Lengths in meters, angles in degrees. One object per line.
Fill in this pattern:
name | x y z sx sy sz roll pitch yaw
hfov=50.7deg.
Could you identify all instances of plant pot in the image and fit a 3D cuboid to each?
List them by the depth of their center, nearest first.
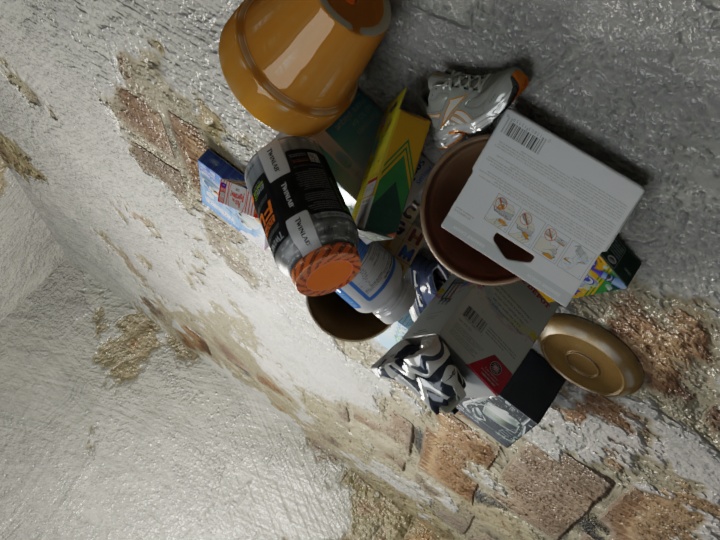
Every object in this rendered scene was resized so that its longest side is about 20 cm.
plant pot | -0.060 -0.310 1.001 0.200 0.201 0.183 46 140 -12
plant pot | 0.187 -0.086 1.057 0.200 0.202 0.093 36 -164 10
plant pot | 0.387 0.154 1.307 0.199 0.028 0.201 34 155 18
plant pot | -0.017 0.015 1.481 0.187 0.186 0.200 47 -173 -15

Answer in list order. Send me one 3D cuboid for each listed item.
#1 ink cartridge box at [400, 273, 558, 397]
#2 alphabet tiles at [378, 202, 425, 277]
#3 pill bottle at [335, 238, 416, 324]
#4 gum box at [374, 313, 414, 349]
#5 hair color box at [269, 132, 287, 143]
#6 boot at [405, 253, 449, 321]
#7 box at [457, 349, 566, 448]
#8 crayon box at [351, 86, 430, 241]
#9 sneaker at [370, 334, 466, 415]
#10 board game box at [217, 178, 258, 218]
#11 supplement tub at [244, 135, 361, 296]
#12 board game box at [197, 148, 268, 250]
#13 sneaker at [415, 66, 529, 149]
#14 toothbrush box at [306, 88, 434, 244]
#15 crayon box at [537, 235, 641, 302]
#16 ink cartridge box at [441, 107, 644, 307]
ink cartridge box | 0.198 0.086 1.261 0.145 0.200 0.144 45 158 -10
alphabet tiles | 0.016 -0.049 1.336 0.165 0.202 0.006 29 -161 -1
pill bottle | 0.000 0.000 1.278 0.200 0.113 0.112 42 157 -26
gum box | 0.045 0.104 1.707 0.199 0.045 0.171 36 156 13
hair color box | -0.081 -0.181 1.325 0.198 0.111 0.064 22 151 38
boot | 0.137 0.055 1.448 0.090 0.073 0.201 23 150 46
box | 0.264 0.221 1.488 0.199 0.124 0.197 36 154 10
crayon box | 0.042 -0.145 1.073 0.050 0.203 0.127 17 178 -10
sneaker | 0.100 0.179 1.214 0.130 0.079 0.199 54 147 -5
board game box | -0.144 -0.127 1.416 0.198 0.047 0.151 3 -167 -37
supplement tub | -0.077 -0.074 1.044 0.123 0.121 0.202 87 161 -59
board game box | -0.283 -0.158 1.748 0.199 0.043 0.199 37 157 8
sneaker | 0.132 -0.226 0.983 0.092 0.076 0.199 50 154 -10
toothbrush box | -0.003 -0.167 1.189 0.200 0.147 0.085 45 155 -9
crayon box | 0.293 -0.020 1.117 0.126 0.052 0.199 46 156 -12
ink cartridge box | 0.230 -0.081 0.973 0.199 0.175 0.043 34 -162 12
